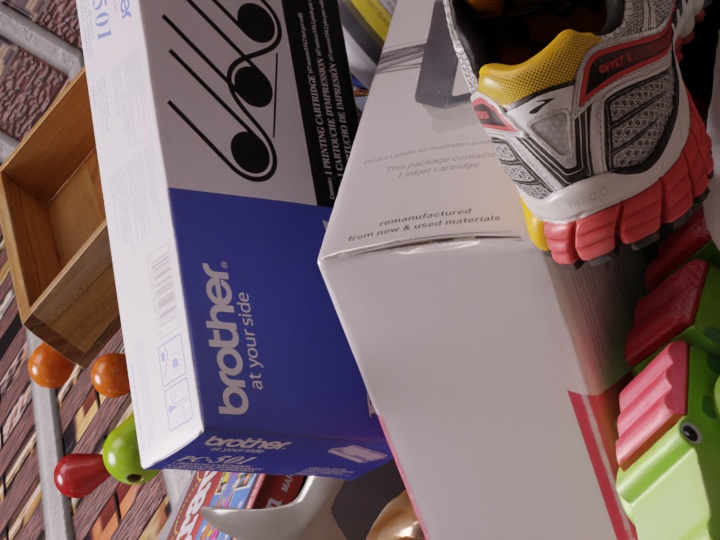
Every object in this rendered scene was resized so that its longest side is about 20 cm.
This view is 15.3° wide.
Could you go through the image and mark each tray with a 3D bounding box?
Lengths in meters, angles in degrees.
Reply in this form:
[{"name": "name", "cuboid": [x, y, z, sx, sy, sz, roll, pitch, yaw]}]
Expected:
[{"name": "tray", "cuboid": [-0.107, -0.037, 1.137, 0.099, 0.037, 0.200, -49, 21, 7]}]

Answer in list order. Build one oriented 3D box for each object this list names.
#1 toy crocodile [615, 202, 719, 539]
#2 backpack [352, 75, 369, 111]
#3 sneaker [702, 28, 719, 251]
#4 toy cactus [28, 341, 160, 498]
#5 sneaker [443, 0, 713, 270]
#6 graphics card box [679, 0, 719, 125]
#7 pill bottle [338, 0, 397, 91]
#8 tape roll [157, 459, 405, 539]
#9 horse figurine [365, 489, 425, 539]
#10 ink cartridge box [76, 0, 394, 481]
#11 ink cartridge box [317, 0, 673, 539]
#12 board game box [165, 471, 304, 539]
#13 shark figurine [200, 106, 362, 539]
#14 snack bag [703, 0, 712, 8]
[{"name": "toy crocodile", "cuboid": [0.115, 0.027, 0.889, 0.068, 0.062, 0.200, -46, 20, 43]}, {"name": "backpack", "cuboid": [-0.028, -0.113, 1.396, 0.154, 0.190, 0.200, -34, 42, 43]}, {"name": "sneaker", "cuboid": [0.150, -0.097, 0.870, 0.080, 0.076, 0.200, 22, 97, 59]}, {"name": "toy cactus", "cuboid": [-0.054, 0.005, 1.160, 0.165, 0.102, 0.200, -16, 37, 42]}, {"name": "sneaker", "cuboid": [0.068, -0.092, 0.857, 0.078, 0.082, 0.200, -24, 34, 14]}, {"name": "graphics card box", "cuboid": [0.193, -0.132, 0.969, 0.200, 0.051, 0.126, -36, 26, 55]}, {"name": "pill bottle", "cuboid": [0.075, -0.154, 1.069, 0.200, 0.112, 0.112, -41, 20, 21]}, {"name": "tape roll", "cuboid": [-0.030, 0.118, 1.190, 0.200, 0.066, 0.200, -53, 16, 23]}, {"name": "horse figurine", "cuboid": [0.035, 0.113, 1.018, 0.133, 0.050, 0.200, -42, 23, 34]}, {"name": "ink cartridge box", "cuboid": [-0.043, -0.026, 0.974, 0.044, 0.094, 0.200, -33, 60, 46]}, {"name": "ink cartridge box", "cuboid": [0.059, -0.017, 0.967, 0.085, 0.146, 0.200, -6, 38, 20]}, {"name": "board game box", "cuboid": [-0.048, 0.087, 1.144, 0.103, 0.019, 0.200, -38, 25, 56]}, {"name": "shark figurine", "cuboid": [0.008, 0.017, 1.047, 0.128, 0.089, 0.215, -9, 80, 54]}, {"name": "snack bag", "cuboid": [0.096, -0.196, 0.985, 0.188, 0.021, 0.200, 20, 72, 37]}]
